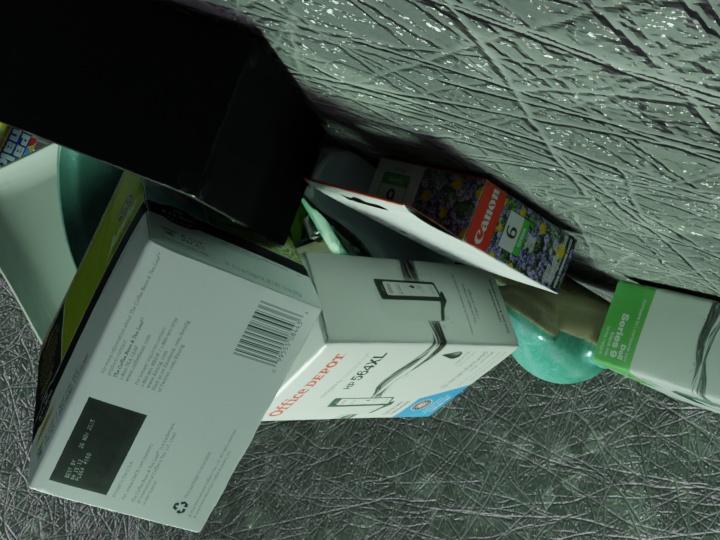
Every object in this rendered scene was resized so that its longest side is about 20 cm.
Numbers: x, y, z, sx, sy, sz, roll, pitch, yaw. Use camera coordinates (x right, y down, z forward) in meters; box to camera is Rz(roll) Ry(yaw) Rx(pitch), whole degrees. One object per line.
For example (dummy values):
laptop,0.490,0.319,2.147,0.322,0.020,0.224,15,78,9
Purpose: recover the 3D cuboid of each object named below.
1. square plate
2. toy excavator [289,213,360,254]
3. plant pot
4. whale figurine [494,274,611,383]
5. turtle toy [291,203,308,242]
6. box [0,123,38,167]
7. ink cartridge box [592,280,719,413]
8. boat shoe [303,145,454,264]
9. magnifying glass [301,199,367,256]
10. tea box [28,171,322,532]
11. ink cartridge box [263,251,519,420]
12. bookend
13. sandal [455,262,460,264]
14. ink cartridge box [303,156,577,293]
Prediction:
square plate,-0.274,-0.039,0.957,0.201,0.197,0.028,63,165,-13
toy excavator,0.000,0.000,0.961,0.193,0.101,0.200,-19,169,11
plant pot,-0.184,-0.068,0.882,0.133,0.202,0.199,-11,-161,-38
whale figurine,0.181,0.060,0.920,0.159,0.104,0.199,34,-165,25
turtle toy,-0.047,-0.040,1.047,0.145,0.102,0.199,18,176,45
box,-0.436,-0.138,0.908,0.121,0.201,0.192,25,180,25
ink cartridge box,0.329,0.083,0.809,0.145,0.085,0.199,24,176,-33
boat shoe,0.008,-0.046,0.801,0.199,0.074,0.068,30,-178,-42
magnifying glass,-0.041,-0.072,0.817,0.022,0.080,0.200,-10,148,33
tea box,-0.146,0.045,0.699,0.133,0.201,0.197,22,-162,-25
ink cartridge box,0.008,0.061,0.788,0.198,0.085,0.146,3,147,-35
bookend,-0.144,-0.105,0.601,0.198,0.093,0.199,21,178,10
sandal,0.108,-0.021,0.857,0.076,0.043,0.200,22,177,-21
ink cartridge box,0.064,-0.044,0.692,0.108,0.051,0.199,19,176,44
